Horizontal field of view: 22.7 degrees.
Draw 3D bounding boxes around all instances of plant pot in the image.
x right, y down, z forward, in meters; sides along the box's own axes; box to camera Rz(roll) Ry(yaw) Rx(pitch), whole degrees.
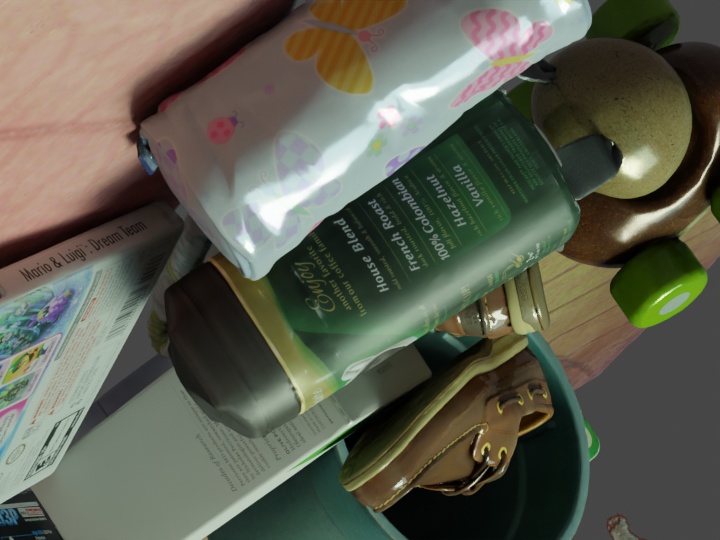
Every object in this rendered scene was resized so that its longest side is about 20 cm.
[{"bbox_3d":[0.006,0.126,1.152,0.200,0.200,0.196,-25,175,-43],"label":"plant pot"}]

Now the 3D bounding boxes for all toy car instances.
[{"bbox_3d":[0.131,-0.072,1.014,0.158,0.164,0.200,-43,156,24],"label":"toy car"}]

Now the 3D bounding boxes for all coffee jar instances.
[{"bbox_3d":[0.000,0.000,0.854,0.200,0.085,0.104,-33,176,-10],"label":"coffee jar"}]

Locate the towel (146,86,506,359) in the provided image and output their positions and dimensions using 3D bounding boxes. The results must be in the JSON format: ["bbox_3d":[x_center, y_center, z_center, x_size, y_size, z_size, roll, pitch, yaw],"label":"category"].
[{"bbox_3d":[-0.023,-0.038,0.955,0.171,0.048,0.200,-26,164,-29],"label":"towel"}]

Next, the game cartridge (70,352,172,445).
[{"bbox_3d":[-0.103,0.073,1.155,0.200,0.040,0.133,-36,163,-7],"label":"game cartridge"}]

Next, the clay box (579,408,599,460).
[{"bbox_3d":[0.062,0.079,1.236,0.048,0.200,0.115,-26,163,-50],"label":"clay box"}]

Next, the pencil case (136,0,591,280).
[{"bbox_3d":[0.003,-0.081,0.778,0.200,0.083,0.091,-37,152,-3],"label":"pencil case"}]

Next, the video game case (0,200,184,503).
[{"bbox_3d":[-0.183,0.066,0.856,0.182,0.024,0.200,-29,157,-50],"label":"video game case"}]

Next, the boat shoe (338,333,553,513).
[{"bbox_3d":[0.058,0.088,0.997,0.072,0.068,0.200,-38,177,31],"label":"boat shoe"}]

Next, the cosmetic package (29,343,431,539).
[{"bbox_3d":[-0.073,0.087,0.988,0.200,0.085,0.108,-39,173,29],"label":"cosmetic package"}]

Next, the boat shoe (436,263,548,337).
[{"bbox_3d":[0.060,-0.005,1.013,0.067,0.072,0.200,-12,-171,2],"label":"boat shoe"}]

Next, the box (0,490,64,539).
[{"bbox_3d":[-0.210,0.209,1.067,0.046,0.159,0.200,-36,168,7],"label":"box"}]
